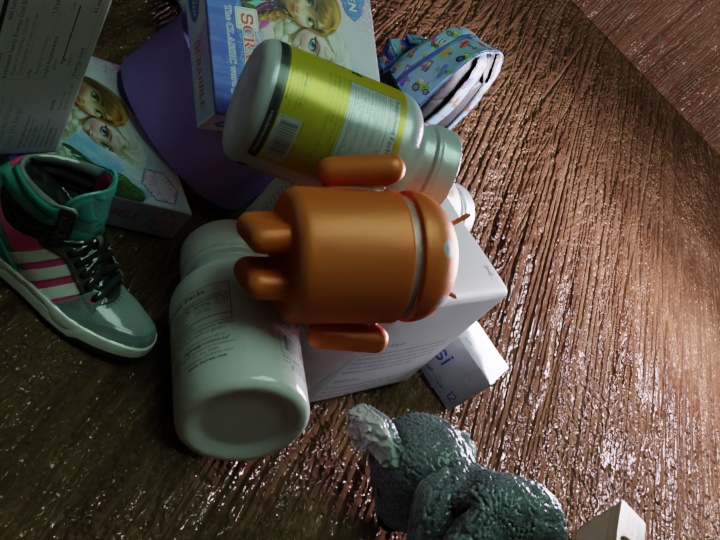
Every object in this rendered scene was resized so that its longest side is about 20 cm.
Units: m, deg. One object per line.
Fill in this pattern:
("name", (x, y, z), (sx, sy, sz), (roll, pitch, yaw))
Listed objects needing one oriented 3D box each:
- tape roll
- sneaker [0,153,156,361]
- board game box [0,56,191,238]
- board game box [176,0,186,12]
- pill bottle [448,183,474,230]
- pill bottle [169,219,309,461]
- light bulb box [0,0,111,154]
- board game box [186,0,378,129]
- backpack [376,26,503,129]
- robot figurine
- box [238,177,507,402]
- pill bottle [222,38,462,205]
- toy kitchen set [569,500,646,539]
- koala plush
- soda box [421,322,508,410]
("tape roll", (-0.155, -0.170, 1.151), (0.200, 0.085, 0.200), (51, 16, -21))
("sneaker", (-0.225, -0.023, 0.891), (0.200, 0.121, 0.084), (41, 30, -13))
("board game box", (-0.275, -0.136, 1.041), (0.199, 0.041, 0.201), (12, 45, -48))
("board game box", (-0.149, -0.403, 1.369), (0.201, 0.199, 0.062), (-114, -179, -47))
("pill bottle", (0.055, -0.079, 1.346), (0.199, 0.111, 0.111), (4, 50, -51))
("pill bottle", (-0.111, 0.056, 0.957), (0.114, 0.114, 0.201), (26, 36, -34))
("light bulb box", (-0.325, -0.195, 0.845), (0.199, 0.199, 0.125), (-8, 58, -38))
("board game box", (-0.074, -0.233, 1.075), (0.198, 0.041, 0.202), (1, 77, -37))
("backpack", (0.097, -0.271, 1.543), (0.135, 0.200, 0.182), (54, 30, 11))
("robot figurine", (-0.003, -0.014, 0.909), (0.199, 0.117, 0.145), (1, 67, -19))
("box", (0.000, 0.000, 1.112), (0.198, 0.171, 0.201), (-4, 58, -53))
("pill bottle", (-0.014, -0.120, 0.967), (0.199, 0.112, 0.112), (19, 38, -20))
("toy kitchen set", (0.337, 0.360, 1.142), (0.200, 0.163, 0.181), (45, 29, -5))
("koala plush", (0.075, 0.208, 0.989), (0.177, 0.184, 0.200), (19, 28, -42))
("soda box", (0.082, 0.054, 1.246), (0.201, 0.068, 0.063), (56, 30, 4))
